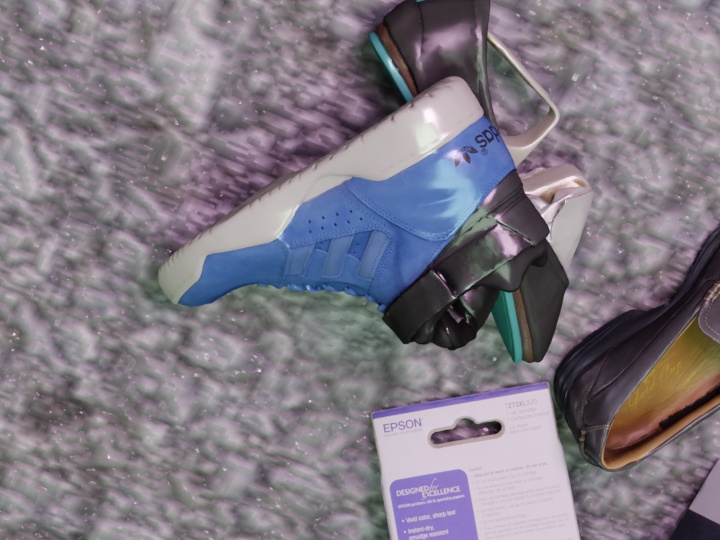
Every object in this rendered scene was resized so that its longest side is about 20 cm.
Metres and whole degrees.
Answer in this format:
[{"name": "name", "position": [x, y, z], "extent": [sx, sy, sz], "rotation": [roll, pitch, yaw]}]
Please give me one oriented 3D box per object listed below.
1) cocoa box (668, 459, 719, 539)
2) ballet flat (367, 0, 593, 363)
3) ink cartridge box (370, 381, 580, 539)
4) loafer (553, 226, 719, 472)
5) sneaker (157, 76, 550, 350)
[{"name": "cocoa box", "position": [0.247, 0.212, 1.463], "extent": [0.200, 0.133, 0.131], "rotation": [36, 85, -23]}, {"name": "ballet flat", "position": [0.070, -0.045, 1.356], "extent": [0.068, 0.068, 0.200], "rotation": [-25, 120, -1]}, {"name": "ink cartridge box", "position": [0.067, 0.163, 1.447], "extent": [0.095, 0.037, 0.200], "rotation": [-10, 82, 0]}, {"name": "loafer", "position": [0.186, 0.030, 1.406], "extent": [0.200, 0.072, 0.073], "rotation": [-42, 115, 17]}, {"name": "sneaker", "position": [-0.001, 0.000, 1.327], "extent": [0.200, 0.077, 0.111], "rotation": [-29, 96, 33]}]
